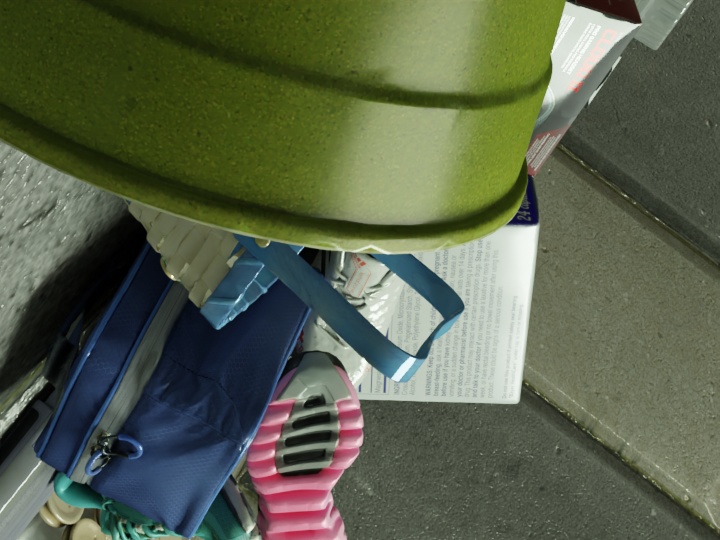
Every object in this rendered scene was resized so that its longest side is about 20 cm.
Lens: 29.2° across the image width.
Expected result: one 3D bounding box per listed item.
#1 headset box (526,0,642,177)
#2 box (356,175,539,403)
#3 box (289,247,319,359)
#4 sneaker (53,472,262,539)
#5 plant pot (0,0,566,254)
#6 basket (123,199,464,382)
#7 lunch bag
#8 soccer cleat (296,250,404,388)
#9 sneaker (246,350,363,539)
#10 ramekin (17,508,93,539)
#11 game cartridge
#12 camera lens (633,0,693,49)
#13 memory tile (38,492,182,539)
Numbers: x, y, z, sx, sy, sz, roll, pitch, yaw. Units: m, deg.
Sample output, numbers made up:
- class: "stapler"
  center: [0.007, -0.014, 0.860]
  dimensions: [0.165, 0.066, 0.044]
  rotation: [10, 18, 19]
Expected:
- class: "headset box"
  center: [0.081, -0.155, 0.934]
  dimensions: [0.149, 0.198, 0.078]
  rotation: [124, -29, -41]
- class: "box"
  center: [0.041, 0.008, 1.157]
  dimensions: [0.105, 0.197, 0.186]
  rotation: [-89, -179, -55]
- class: "box"
  center: [-0.064, 0.005, 1.003]
  dimensions: [0.201, 0.142, 0.036]
  rotation: [-54, 177, 12]
- class: "sneaker"
  center: [-0.139, 0.165, 0.958]
  dimensions: [0.079, 0.199, 0.078]
  rotation: [-34, 122, -33]
- class: "plant pot"
  center: [-0.013, -0.141, 0.368]
  dimensions: [0.200, 0.198, 0.195]
  rotation: [-43, 157, -62]
- class: "basket"
  center: [-0.029, -0.024, 0.784]
  dimensions: [0.140, 0.199, 0.176]
  rotation: [-54, 174, 13]
- class: "lunch bag"
  center: [-0.123, 0.058, 0.869]
  dimensions: [0.136, 0.131, 0.201]
  rotation: [-57, -173, 38]
- class: "soccer cleat"
  center: [0.000, 0.000, 0.925]
  dimensions: [0.085, 0.068, 0.202]
  rotation: [-94, -159, -71]
- class: "sneaker"
  center: [-0.043, 0.122, 0.956]
  dimensions: [0.096, 0.078, 0.202]
  rotation: [-98, -167, -50]
- class: "ramekin"
  center: [-0.276, 0.280, 1.199]
  dimensions: [0.203, 0.094, 0.202]
  rotation: [-53, 175, -6]
- class: "game cartridge"
  center: [-0.251, 0.161, 0.980]
  dimensions: [0.201, 0.038, 0.130]
  rotation: [-52, 171, -12]
- class: "camera lens"
  center: [0.178, -0.278, 1.002]
  dimensions: [0.161, 0.199, 0.160]
  rotation: [-52, 175, -6]
- class: "memory tile"
  center: [-0.198, 0.232, 1.159]
  dimensions: [0.017, 0.202, 0.153]
  rotation: [-18, -168, 21]
